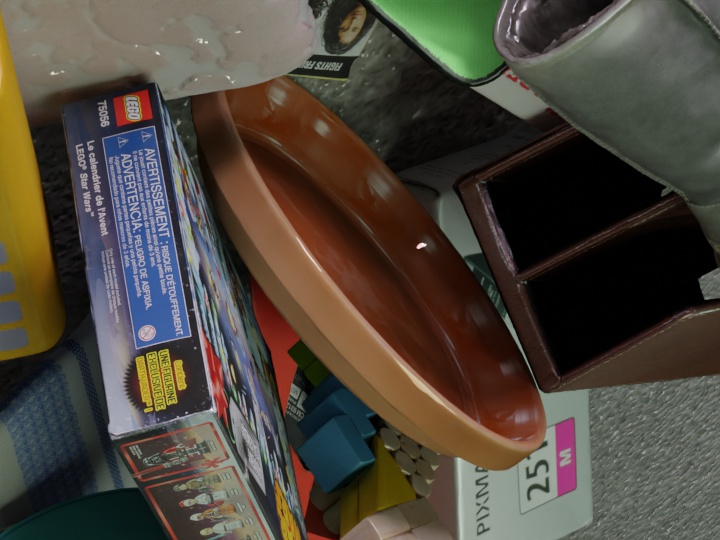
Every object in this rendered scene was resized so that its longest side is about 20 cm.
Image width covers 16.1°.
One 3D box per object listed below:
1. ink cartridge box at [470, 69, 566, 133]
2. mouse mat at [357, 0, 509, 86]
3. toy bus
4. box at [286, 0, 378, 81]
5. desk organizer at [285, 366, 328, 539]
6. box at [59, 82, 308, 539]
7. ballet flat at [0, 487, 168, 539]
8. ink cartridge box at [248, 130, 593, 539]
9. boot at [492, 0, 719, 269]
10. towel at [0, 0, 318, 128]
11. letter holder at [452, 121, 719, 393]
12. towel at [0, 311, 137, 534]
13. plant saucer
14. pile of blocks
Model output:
[{"bbox_3d":[0.126,-0.142,1.028,0.199,0.085,0.145,-26,155,23],"label":"ink cartridge box"},{"bbox_3d":[0.057,-0.174,0.914,0.161,0.008,0.200,39,110,-24],"label":"mouse mat"},{"bbox_3d":[-0.150,-0.040,0.845,0.078,0.065,0.200,-9,150,-4],"label":"toy bus"},{"bbox_3d":[0.004,-0.168,0.963,0.075,0.050,0.200,2,127,-46],"label":"box"},{"bbox_3d":[-0.015,0.109,1.252,0.200,0.077,0.072,36,67,-43],"label":"desk organizer"},{"bbox_3d":[-0.059,0.043,0.939,0.040,0.137,0.200,-14,149,3],"label":"box"},{"bbox_3d":[-0.132,0.141,0.938,0.200,0.069,0.071,-29,143,-57],"label":"ballet flat"},{"bbox_3d":[0.032,0.052,1.187,0.173,0.043,0.201,-21,116,-38],"label":"ink cartridge box"},{"bbox_3d":[0.156,-0.095,0.959,0.182,0.073,0.200,-50,129,-6],"label":"boot"},{"bbox_3d":[-0.125,-0.106,0.838,0.190,0.032,0.200,-15,149,5],"label":"towel"},{"bbox_3d":[0.160,-0.023,1.124,0.142,0.101,0.200,-28,167,26],"label":"letter holder"},{"bbox_3d":[-0.109,0.088,1.037,0.200,0.024,0.147,-49,140,-38],"label":"towel"},{"bbox_3d":[0.000,0.000,1.022,0.032,0.201,0.200,-40,150,15],"label":"plant saucer"},{"bbox_3d":[-0.007,0.067,1.064,0.082,0.200,0.062,37,119,-18],"label":"pile of blocks"}]
